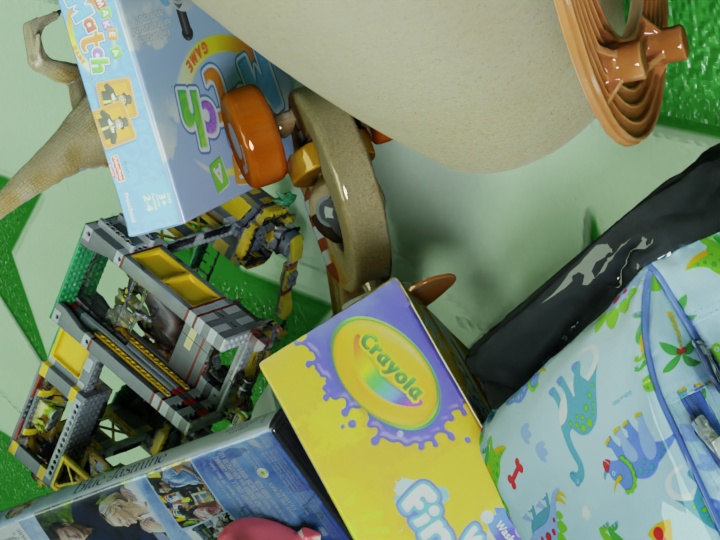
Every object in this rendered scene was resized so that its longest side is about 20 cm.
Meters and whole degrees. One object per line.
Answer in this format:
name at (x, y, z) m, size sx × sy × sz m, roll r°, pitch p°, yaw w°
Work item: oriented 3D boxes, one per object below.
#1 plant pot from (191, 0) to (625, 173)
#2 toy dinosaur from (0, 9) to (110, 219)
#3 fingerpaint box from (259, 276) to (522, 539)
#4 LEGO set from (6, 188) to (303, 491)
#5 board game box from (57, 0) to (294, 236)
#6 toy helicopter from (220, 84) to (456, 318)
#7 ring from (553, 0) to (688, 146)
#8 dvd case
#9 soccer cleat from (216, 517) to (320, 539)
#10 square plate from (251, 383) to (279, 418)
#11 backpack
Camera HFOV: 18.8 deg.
plant pot at (0.017, -0.131, 0.793) m, size 0.187 × 0.187 × 0.200 m, roll 35°, pitch 167°, yaw 46°
toy dinosaur at (-0.121, -0.082, 1.063) m, size 0.058 × 0.200 × 0.102 m, roll -9°, pitch 106°, yaw 46°
fingerpaint box at (0.050, 0.119, 0.930) m, size 0.201 × 0.073 × 0.167 m, roll 60°, pitch -175°, yaw 17°
LEGO set at (-0.083, 0.056, 1.098) m, size 0.116 × 0.153 × 0.201 m, roll 38°, pitch 112°, yaw 23°
board game box at (-0.092, -0.131, 1.032) m, size 0.036 × 0.151 × 0.201 m, roll -12°, pitch 99°, yaw 24°
toy helicopter at (0.000, 0.000, 1.026) m, size 0.201 × 0.078 × 0.133 m, roll 83°, pitch 163°, yaw -52°
ring at (0.082, -0.142, 0.713) m, size 0.019 × 0.200 × 0.202 m, roll -8°, pitch 105°, yaw 18°
dvd case at (-0.072, 0.148, 1.012) m, size 0.199 × 0.018 × 0.143 m, roll -22°, pitch 113°, yaw 34°
soccer cleat at (-0.010, 0.188, 0.904) m, size 0.200 × 0.066 × 0.077 m, roll 49°, pitch 130°, yaw 33°
square plate at (-0.031, 0.190, 1.142) m, size 0.200 × 0.028 × 0.199 m, roll -104°, pitch 3°, yaw -62°
backpack at (0.130, 0.082, 0.802) m, size 0.200 × 0.153 × 0.163 m, roll 52°, pitch 141°, yaw 5°
